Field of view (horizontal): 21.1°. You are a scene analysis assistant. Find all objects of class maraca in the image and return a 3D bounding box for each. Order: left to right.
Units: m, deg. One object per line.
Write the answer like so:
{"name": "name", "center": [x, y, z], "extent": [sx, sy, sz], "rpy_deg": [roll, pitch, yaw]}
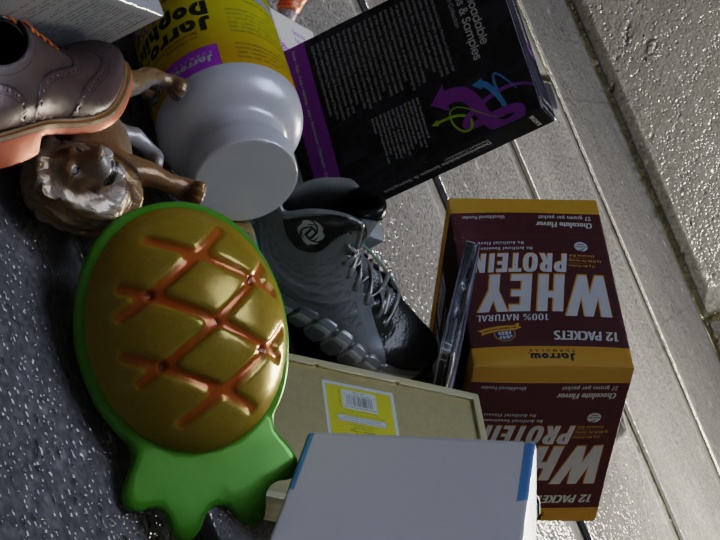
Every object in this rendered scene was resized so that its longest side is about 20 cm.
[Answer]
{"name": "maraca", "center": [-0.102, 0.058, 1.155], "extent": [0.107, 0.136, 0.201], "rpy_deg": [-18, -98, 65]}

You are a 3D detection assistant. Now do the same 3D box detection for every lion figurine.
{"name": "lion figurine", "center": [-0.166, -0.082, 1.227], "extent": [0.122, 0.073, 0.200], "rpy_deg": [21, 25, -28]}

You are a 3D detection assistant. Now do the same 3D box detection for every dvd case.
{"name": "dvd case", "center": [0.062, 0.099, 1.501], "extent": [0.149, 0.016, 0.201], "rpy_deg": [-73, 174, -55]}

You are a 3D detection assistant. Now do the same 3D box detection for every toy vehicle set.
{"name": "toy vehicle set", "center": [-0.001, 0.123, 1.322], "extent": [0.199, 0.027, 0.125], "rpy_deg": [14, 46, -24]}

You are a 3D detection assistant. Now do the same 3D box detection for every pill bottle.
{"name": "pill bottle", "center": [-0.100, -0.129, 1.368], "extent": [0.104, 0.104, 0.201], "rpy_deg": [48, 16, -44]}

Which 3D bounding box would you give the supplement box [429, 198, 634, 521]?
{"name": "supplement box", "center": [0.138, 0.077, 1.653], "extent": [0.201, 0.132, 0.198], "rpy_deg": [-95, -172, -46]}

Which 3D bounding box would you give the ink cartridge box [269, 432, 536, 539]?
{"name": "ink cartridge box", "center": [0.030, 0.221, 1.160], "extent": [0.147, 0.145, 0.201], "rpy_deg": [-69, 159, -66]}

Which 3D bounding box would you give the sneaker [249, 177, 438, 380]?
{"name": "sneaker", "center": [0.000, 0.000, 1.396], "extent": [0.199, 0.115, 0.075], "rpy_deg": [30, 34, -24]}

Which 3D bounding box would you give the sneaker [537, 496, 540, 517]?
{"name": "sneaker", "center": [0.076, 0.182, 1.447], "extent": [0.116, 0.075, 0.201], "rpy_deg": [-56, 155, -23]}

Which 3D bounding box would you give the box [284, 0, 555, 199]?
{"name": "box", "center": [0.037, -0.138, 1.474], "extent": [0.036, 0.199, 0.144], "rpy_deg": [31, 39, -58]}

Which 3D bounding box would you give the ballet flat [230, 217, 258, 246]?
{"name": "ballet flat", "center": [-0.103, 0.023, 1.282], "extent": [0.071, 0.070, 0.201], "rpy_deg": [51, 23, -40]}

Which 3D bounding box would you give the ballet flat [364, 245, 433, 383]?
{"name": "ballet flat", "center": [0.008, 0.060, 1.552], "extent": [0.073, 0.067, 0.201], "rpy_deg": [-75, 150, -44]}

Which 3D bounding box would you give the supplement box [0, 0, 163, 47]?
{"name": "supplement box", "center": [-0.215, -0.191, 1.154], "extent": [0.200, 0.103, 0.102], "rpy_deg": [6, 60, -69]}

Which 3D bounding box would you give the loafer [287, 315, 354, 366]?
{"name": "loafer", "center": [-0.022, 0.087, 1.443], "extent": [0.063, 0.072, 0.201], "rpy_deg": [19, 41, -45]}

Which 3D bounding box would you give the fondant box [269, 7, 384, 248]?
{"name": "fondant box", "center": [-0.061, -0.113, 1.579], "extent": [0.144, 0.058, 0.201], "rpy_deg": [17, 50, -66]}

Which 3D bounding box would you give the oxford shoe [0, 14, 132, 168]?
{"name": "oxford shoe", "center": [-0.188, -0.115, 1.124], "extent": [0.200, 0.071, 0.073], "rpy_deg": [-46, 139, -64]}

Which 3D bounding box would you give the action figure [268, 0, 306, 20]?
{"name": "action figure", "center": [-0.082, -0.309, 1.703], "extent": [0.200, 0.104, 0.194], "rpy_deg": [90, -22, -69]}
